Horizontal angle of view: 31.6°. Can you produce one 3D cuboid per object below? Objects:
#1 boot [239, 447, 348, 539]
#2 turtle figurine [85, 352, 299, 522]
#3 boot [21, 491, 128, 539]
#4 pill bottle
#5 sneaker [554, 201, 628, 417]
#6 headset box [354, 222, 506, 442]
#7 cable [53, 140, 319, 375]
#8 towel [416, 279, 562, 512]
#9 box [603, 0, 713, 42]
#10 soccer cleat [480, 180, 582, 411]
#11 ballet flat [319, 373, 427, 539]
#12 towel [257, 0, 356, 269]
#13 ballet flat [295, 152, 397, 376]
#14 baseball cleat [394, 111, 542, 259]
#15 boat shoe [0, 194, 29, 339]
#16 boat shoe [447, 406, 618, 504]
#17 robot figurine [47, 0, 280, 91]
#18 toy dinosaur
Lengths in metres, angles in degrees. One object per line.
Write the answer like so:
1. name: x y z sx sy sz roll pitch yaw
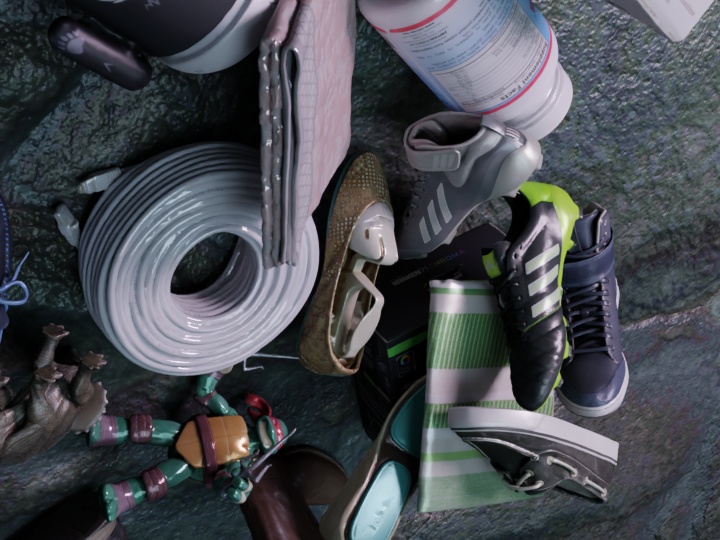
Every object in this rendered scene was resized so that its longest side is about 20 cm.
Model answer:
1. boot: -0.042 0.241 1.167 0.186 0.200 0.064 19 109 -40
2. turtle figurine: -0.132 0.147 1.102 0.199 0.150 0.101 -12 144 -18
3. boot: -0.278 0.305 1.145 0.200 0.073 0.151 -39 134 -13
4. pill bottle: 0.092 -0.189 1.033 0.109 0.109 0.200 -47 134 2
5. sneaker: 0.209 0.027 1.216 0.077 0.203 0.146 -7 132 14
6. headset box: 0.085 0.073 1.214 0.174 0.093 0.200 -24 129 -19
7. cable: -0.127 -0.009 1.032 0.200 0.069 0.200 -26 130 -17
8. towel: 0.114 0.108 1.129 0.152 0.023 0.201 1 94 -35
9. box: 0.183 -0.316 0.946 0.200 0.199 0.171 31 99 -44
10. soccer cleat: 0.139 0.019 1.091 0.081 0.067 0.201 14 73 -21
11. ballet flat: 0.030 0.165 1.129 0.200 0.069 0.070 -53 137 -21
12. towel: -0.036 -0.130 0.945 0.032 0.191 0.200 10 130 8
13. ballet flat: 0.000 0.000 1.103 0.070 0.065 0.201 -4 112 -50
14. baseball cleat: 0.064 -0.079 1.084 0.106 0.070 0.200 29 140 -22
15. boat shoe: -0.286 0.029 0.952 0.084 0.069 0.201 -9 124 -29
16. boat shoe: 0.152 0.161 1.099 0.200 0.071 0.064 20 72 -36
17. robot figurine: -0.142 -0.216 0.850 0.150 0.125 0.200 -35 138 24
18. toy dinosaur: -0.247 0.107 0.960 0.200 0.077 0.103 -43 153 -56
